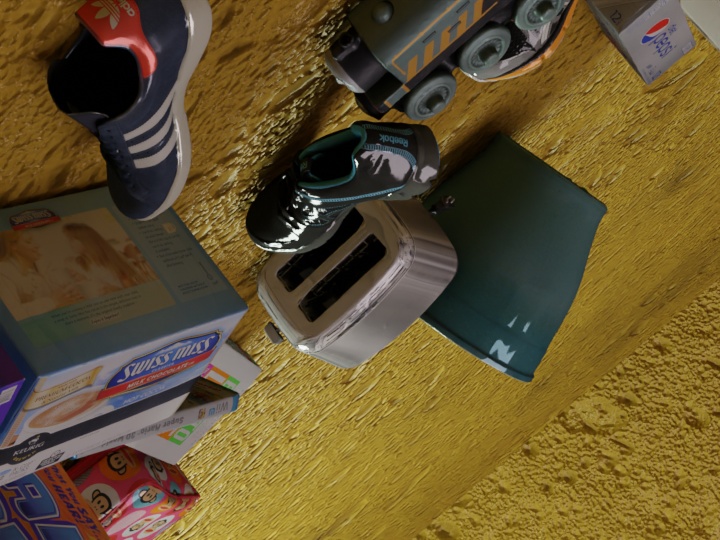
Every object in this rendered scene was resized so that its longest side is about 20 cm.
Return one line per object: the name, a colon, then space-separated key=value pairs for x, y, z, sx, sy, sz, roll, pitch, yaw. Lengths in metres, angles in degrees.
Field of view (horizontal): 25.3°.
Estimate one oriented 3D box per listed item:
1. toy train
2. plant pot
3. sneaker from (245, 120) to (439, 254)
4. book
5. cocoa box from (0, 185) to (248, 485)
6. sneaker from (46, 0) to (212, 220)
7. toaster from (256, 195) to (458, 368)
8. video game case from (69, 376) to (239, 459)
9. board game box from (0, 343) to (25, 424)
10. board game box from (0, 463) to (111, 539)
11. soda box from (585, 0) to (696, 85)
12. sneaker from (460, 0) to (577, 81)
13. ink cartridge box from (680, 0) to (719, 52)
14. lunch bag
toy train: x=0.062 y=-0.192 z=1.159 sx=0.200 sy=0.086 sz=0.114 roll=-39 pitch=150 yaw=12
plant pot: x=0.139 y=-0.024 z=1.588 sx=0.189 sy=0.199 sz=0.200 roll=-56 pitch=161 yaw=8
sneaker: x=-0.033 y=-0.072 z=1.251 sx=0.081 sy=0.074 sz=0.199 roll=10 pitch=153 yaw=-43
book: x=-0.174 y=0.110 z=1.516 sx=0.133 sy=0.048 sz=0.200 roll=-43 pitch=162 yaw=0
cocoa box: x=-0.203 y=0.039 z=1.092 sx=0.199 sy=0.134 sz=0.131 roll=-18 pitch=153 yaw=-50
sneaker: x=-0.149 y=-0.097 z=0.966 sx=0.084 sy=0.075 sz=0.201 roll=-29 pitch=151 yaw=-32
toaster: x=0.000 y=0.000 z=1.465 sx=0.200 sy=0.114 sz=0.129 roll=-41 pitch=161 yaw=14
video game case: x=-0.207 y=0.095 z=1.241 sx=0.199 sy=0.142 sz=0.018 roll=-11 pitch=117 yaw=-58
board game box: x=-0.292 y=0.078 z=1.008 sx=0.045 sy=0.135 sz=0.200 roll=-22 pitch=157 yaw=-43
board game box: x=-0.331 y=0.226 z=1.195 sx=0.200 sy=0.200 sz=0.200 roll=-43 pitch=163 yaw=15
soda box: x=0.252 y=-0.234 z=1.460 sx=0.063 sy=0.068 sz=0.200 roll=-40 pitch=163 yaw=9
sneaker: x=0.141 y=-0.232 z=1.233 sx=0.200 sy=0.078 sz=0.077 roll=-49 pitch=155 yaw=10
ink cartridge box: x=0.437 y=-0.312 z=1.618 sx=0.199 sy=0.085 sz=0.146 roll=-28 pitch=161 yaw=-35
lunch bag: x=-0.263 y=0.249 z=1.614 sx=0.176 sy=0.082 sz=0.200 roll=-38 pitch=164 yaw=0
